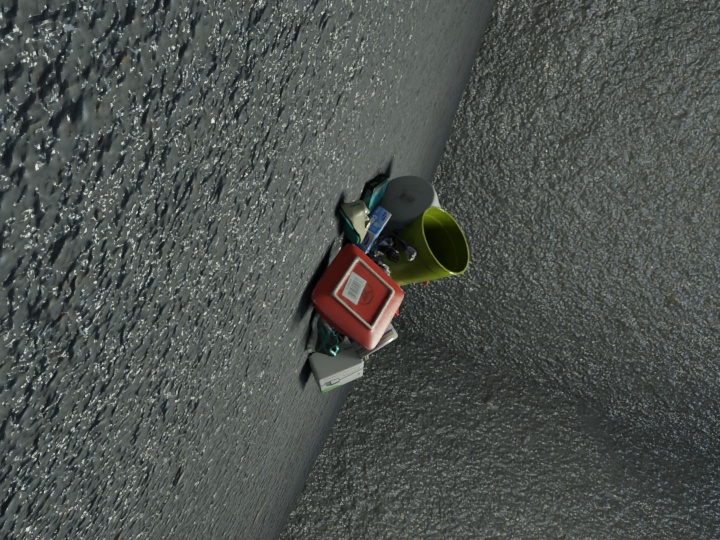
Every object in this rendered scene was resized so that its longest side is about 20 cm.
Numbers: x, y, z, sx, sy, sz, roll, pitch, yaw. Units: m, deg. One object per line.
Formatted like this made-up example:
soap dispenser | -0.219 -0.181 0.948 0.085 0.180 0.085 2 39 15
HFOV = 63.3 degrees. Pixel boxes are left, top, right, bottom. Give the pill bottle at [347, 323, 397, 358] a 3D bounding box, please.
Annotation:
pill bottle | 0.000 0.120 1.552 0.120 0.200 0.120 -30 174 -4

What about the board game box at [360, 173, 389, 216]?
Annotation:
board game box | 0.029 -0.185 1.598 0.200 0.028 0.135 -50 160 -66

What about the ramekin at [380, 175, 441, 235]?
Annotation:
ramekin | 0.141 -0.190 1.750 0.098 0.200 0.201 71 39 -55

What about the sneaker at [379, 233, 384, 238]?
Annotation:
sneaker | 0.070 -0.095 1.963 0.200 0.079 0.074 84 27 -77

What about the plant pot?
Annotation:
plant pot | 0.167 -0.050 1.644 0.193 0.200 0.200 -27 -157 39

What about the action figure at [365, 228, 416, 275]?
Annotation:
action figure | 0.075 -0.041 1.531 0.119 0.102 0.200 -41 -178 18

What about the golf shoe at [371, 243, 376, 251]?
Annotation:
golf shoe | 0.000 0.000 1.675 0.078 0.097 0.200 -47 -160 52

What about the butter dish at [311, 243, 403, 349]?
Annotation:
butter dish | -0.030 0.073 1.401 0.148 0.199 0.200 -28 -157 52

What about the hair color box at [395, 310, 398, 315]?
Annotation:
hair color box | 0.063 0.039 1.732 0.061 0.101 0.200 58 32 -50

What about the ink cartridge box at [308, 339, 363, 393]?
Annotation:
ink cartridge box | -0.072 0.289 1.760 0.146 0.084 0.200 -22 161 -9

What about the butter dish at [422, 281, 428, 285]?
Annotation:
butter dish | 0.149 -0.079 1.839 0.200 0.148 0.200 -105 -161 -48

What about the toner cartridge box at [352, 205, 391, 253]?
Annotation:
toner cartridge box | 0.009 -0.073 1.539 0.095 0.043 0.200 -55 177 -38

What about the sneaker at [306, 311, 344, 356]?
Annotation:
sneaker | -0.082 0.156 1.542 0.200 0.091 0.078 104 10 -47

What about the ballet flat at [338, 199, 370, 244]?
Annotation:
ballet flat | -0.006 -0.115 1.362 0.200 0.069 0.070 80 33 -77

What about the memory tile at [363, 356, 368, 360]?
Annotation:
memory tile | -0.023 0.170 1.717 0.200 0.017 0.154 -140 -150 -71
